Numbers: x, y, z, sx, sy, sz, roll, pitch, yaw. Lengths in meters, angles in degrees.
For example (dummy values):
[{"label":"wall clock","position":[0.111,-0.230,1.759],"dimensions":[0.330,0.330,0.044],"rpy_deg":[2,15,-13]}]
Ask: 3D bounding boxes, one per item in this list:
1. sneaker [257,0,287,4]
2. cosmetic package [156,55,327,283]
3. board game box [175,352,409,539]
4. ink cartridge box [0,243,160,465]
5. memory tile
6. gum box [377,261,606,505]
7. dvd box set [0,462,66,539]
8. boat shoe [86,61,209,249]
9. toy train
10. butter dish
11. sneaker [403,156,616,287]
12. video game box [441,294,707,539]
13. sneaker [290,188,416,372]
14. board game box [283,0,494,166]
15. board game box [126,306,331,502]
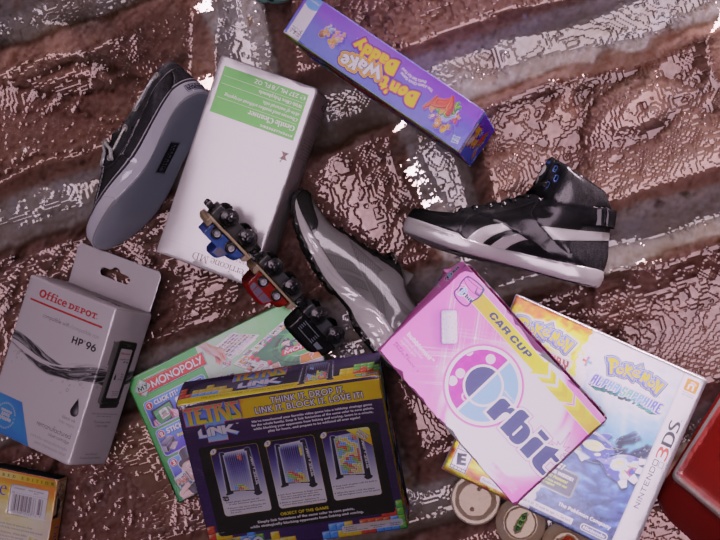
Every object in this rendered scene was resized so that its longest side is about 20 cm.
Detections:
[{"label":"sneaker","position":[-0.028,-0.313,1.394],"dimensions":[0.139,0.199,0.079],"rpy_deg":[-25,118,-31]},{"label":"cosmetic package","position":[-0.115,-0.095,1.400],"dimensions":[0.106,0.085,0.203],"rpy_deg":[18,91,6]},{"label":"board game box","position":[-0.063,0.177,1.365],"dimensions":[0.197,0.057,0.168],"rpy_deg":[-8,109,6]},{"label":"ink cartridge box","position":[-0.286,0.079,1.418],"dimensions":[0.115,0.068,0.203],"rpy_deg":[18,91,25]},{"label":"memory tile","position":[0.188,0.177,1.375],"dimensions":[0.152,0.017,0.202],"rpy_deg":[27,93,9]},{"label":"gum box","position":[0.117,0.099,1.303],"dimensions":[0.113,0.066,0.200],"rpy_deg":[-43,82,6]},{"label":"dvd box set","position":[-0.386,0.298,1.459],"dimensions":[0.144,0.029,0.203],"rpy_deg":[8,90,10]},{"label":"boat shoe","position":[-0.225,-0.116,1.421],"dimensions":[0.068,0.073,0.201],"rpy_deg":[43,115,28]},{"label":"toy train","position":[-0.088,0.010,1.347],"dimensions":[0.046,0.034,0.200],"rpy_deg":[-42,115,-2]},{"label":"butter dish","position":[0.392,0.185,1.277],"dimensions":[0.147,0.199,0.201],"rpy_deg":[31,93,-15]},{"label":"sneaker","position":[0.147,-0.060,1.367],"dimensions":[0.197,0.073,0.113],"rpy_deg":[15,87,1]},{"label":"video game box","position":[0.202,0.145,1.344],"dimensions":[0.198,0.047,0.184],"rpy_deg":[23,89,9]},{"label":"sneaker","position":[0.000,0.000,1.390],"dimensions":[0.079,0.074,0.201],"rpy_deg":[-37,89,-3]},{"label":"board game box","position":[0.030,-0.179,1.353],"dimensions":[0.199,0.134,0.045],"rpy_deg":[35,94,9]},{"label":"board game box","position":[-0.120,0.128,1.422],"dimensions":[0.198,0.029,0.136],"rpy_deg":[-26,84,8]}]
